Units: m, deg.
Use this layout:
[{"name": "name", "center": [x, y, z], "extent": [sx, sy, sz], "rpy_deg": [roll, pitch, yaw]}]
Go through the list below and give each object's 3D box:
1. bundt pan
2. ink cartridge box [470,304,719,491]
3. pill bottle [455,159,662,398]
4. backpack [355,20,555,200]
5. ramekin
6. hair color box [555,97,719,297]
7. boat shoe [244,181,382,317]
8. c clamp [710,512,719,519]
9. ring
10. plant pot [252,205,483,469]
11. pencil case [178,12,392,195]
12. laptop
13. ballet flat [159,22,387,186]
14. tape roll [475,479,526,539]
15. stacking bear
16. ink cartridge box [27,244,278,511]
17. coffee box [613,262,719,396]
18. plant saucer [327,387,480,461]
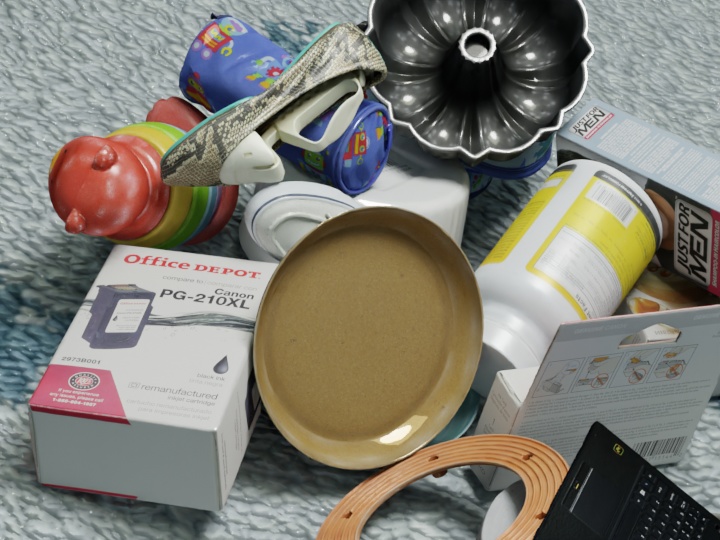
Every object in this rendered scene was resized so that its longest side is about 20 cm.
[{"name": "bundt pan", "center": [0.098, -0.180, 1.586], "extent": [0.199, 0.076, 0.204], "rpy_deg": [0, 74, 0]}, {"name": "ink cartridge box", "center": [0.197, 0.087, 1.445], "extent": [0.198, 0.177, 0.045], "rpy_deg": [-5, 41, -30]}, {"name": "pill bottle", "center": [0.156, 0.012, 1.510], "extent": [0.111, 0.112, 0.200], "rpy_deg": [31, 61, 17]}, {"name": "backpack", "center": [0.089, -0.155, 1.720], "extent": [0.198, 0.148, 0.183], "rpy_deg": [20, 28, 10]}, {"name": "ramekin", "center": [0.000, -0.056, 1.588], "extent": [0.198, 0.099, 0.201], "rpy_deg": [10, 28, -6]}, {"name": "hair color box", "center": [0.262, -0.058, 1.560], "extent": [0.199, 0.100, 0.061], "rpy_deg": [30, 56, 32]}, {"name": "boat shoe", "center": [-0.002, 0.004, 1.445], "extent": [0.201, 0.075, 0.086], "rpy_deg": [31, 22, -35]}, {"name": "c clamp", "center": [0.292, 0.237, 1.324], "extent": [0.198, 0.027, 0.172], "rpy_deg": [11, 39, -10]}, {"name": "ring", "center": [0.061, 0.183, 1.332], "extent": [0.198, 0.019, 0.201], "rpy_deg": [-19, 24, 8]}, {"name": "plant pot", "center": [0.003, 0.049, 1.393], "extent": [0.198, 0.203, 0.027], "rpy_deg": [-7, 13, -28]}, {"name": "pencil case", "center": [-0.060, -0.139, 1.524], "extent": [0.199, 0.079, 0.087], "rpy_deg": [33, 51, 29]}, {"name": "laptop", "center": [0.236, 0.188, 1.249], "extent": [0.199, 0.103, 0.177], "rpy_deg": [39, 38, 0]}, {"name": "ballet flat", "center": [-0.061, -0.114, 1.425], "extent": [0.199, 0.068, 0.075], "rpy_deg": [-38, 68, -13]}, {"name": "tape roll", "center": [0.174, 0.240, 1.349], "extent": [0.198, 0.067, 0.201], "rpy_deg": [10, 39, -8]}, {"name": "stacking bear", "center": [-0.183, -0.069, 1.480], "extent": [0.113, 0.122, 0.200], "rpy_deg": [36, 14, 13]}, {"name": "ink cartridge box", "center": [-0.147, 0.075, 1.386], "extent": [0.143, 0.085, 0.201], "rpy_deg": [7, 37, 10]}, {"name": "coffee box", "center": [0.250, 0.017, 1.634], "extent": [0.113, 0.080, 0.201], "rpy_deg": [-2, 42, -22]}, {"name": "plant saucer", "center": [0.000, 0.087, 1.498], "extent": [0.198, 0.028, 0.201], "rpy_deg": [11, 39, -9]}]
